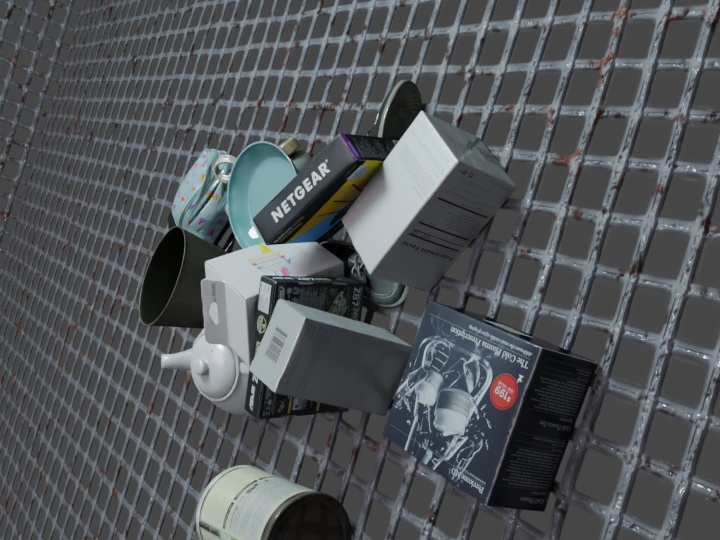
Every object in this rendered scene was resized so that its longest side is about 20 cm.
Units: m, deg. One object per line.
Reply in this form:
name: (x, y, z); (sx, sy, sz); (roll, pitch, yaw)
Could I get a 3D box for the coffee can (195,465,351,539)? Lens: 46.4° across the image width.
coffee can: (-0.130, 0.374, 1.221); (0.200, 0.146, 0.147); (2, 77, 52)

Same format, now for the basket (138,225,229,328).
basket: (-0.263, 0.034, 1.484); (0.136, 0.199, 0.181); (36, 104, 52)

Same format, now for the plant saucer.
plant saucer: (-0.152, -0.116, 1.413); (0.199, 0.036, 0.201); (7, 100, 45)

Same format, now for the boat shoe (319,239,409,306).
boat shoe: (0.000, 0.000, 1.276); (0.200, 0.062, 0.073); (32, 101, 52)

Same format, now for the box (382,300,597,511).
box: (0.146, 0.155, 0.992); (0.200, 0.104, 0.183); (22, 95, 54)

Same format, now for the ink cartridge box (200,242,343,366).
ink cartridge box: (-0.140, 0.044, 1.284); (0.125, 0.199, 0.129); (35, 135, 42)

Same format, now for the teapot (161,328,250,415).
teapot: (-0.206, 0.151, 1.377); (0.198, 0.146, 0.200); (51, 120, 26)

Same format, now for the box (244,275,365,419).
box: (-0.079, 0.109, 1.220); (0.049, 0.161, 0.201); (18, 104, 54)

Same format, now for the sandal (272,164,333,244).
sandal: (-0.086, -0.093, 1.415); (0.080, 0.054, 0.201); (-38, 70, 37)

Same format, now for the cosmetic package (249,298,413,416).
cosmetic package: (-0.036, 0.122, 1.160); (0.081, 0.199, 0.113); (29, 97, 51)

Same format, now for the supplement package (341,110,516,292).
supplement package: (0.089, -0.090, 1.150); (0.200, 0.119, 0.121); (-51, 43, 26)

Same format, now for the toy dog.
toy dog: (-0.152, -0.166, 1.506); (0.199, 0.096, 0.132); (-10, 107, 20)

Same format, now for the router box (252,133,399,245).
router box: (-0.040, -0.114, 1.214); (0.200, 0.149, 0.051); (-40, 72, 31)

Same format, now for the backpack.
backpack: (-0.296, -0.138, 1.660); (0.200, 0.126, 0.167); (-52, 38, 20)

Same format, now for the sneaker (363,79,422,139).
sneaker: (0.024, -0.202, 1.315); (0.106, 0.075, 0.201); (17, 91, 50)
